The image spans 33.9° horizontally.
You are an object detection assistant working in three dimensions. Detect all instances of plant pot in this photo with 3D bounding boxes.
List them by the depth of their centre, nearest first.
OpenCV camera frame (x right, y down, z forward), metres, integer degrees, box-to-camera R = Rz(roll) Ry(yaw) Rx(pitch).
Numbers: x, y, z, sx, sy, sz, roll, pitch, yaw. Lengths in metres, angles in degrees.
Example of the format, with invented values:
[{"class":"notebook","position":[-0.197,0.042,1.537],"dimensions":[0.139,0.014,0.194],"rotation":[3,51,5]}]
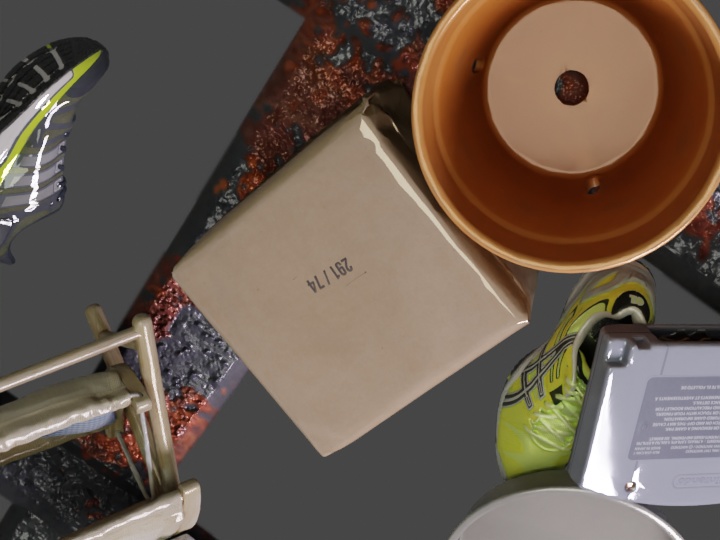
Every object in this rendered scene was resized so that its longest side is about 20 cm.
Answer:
[{"class":"plant pot","position":[0.141,-0.114,0.786],"dimensions":[0.198,0.140,0.202],"rotation":[3,106,11]}]

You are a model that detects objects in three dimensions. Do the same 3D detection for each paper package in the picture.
[{"class":"paper package","position":[0.000,0.000,0.852],"dimensions":[0.199,0.104,0.191],"rotation":[-36,96,25]}]

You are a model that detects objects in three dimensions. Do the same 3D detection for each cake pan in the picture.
[{"class":"cake pan","position":[0.160,0.232,0.911],"dimensions":[0.198,0.037,0.202],"rotation":[5,123,8]}]

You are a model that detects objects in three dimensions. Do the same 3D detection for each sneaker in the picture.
[{"class":"sneaker","position":[0.153,0.084,0.874],"dimensions":[0.075,0.076,0.201],"rotation":[23,110,2]},{"class":"sneaker","position":[-0.254,-0.091,0.910],"dimensions":[0.200,0.074,0.081],"rotation":[-50,131,8]}]

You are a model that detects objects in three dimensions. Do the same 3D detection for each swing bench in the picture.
[{"class":"swing bench","position":[-0.241,0.154,0.893],"dimensions":[0.198,0.129,0.202],"rotation":[-21,103,-29]}]

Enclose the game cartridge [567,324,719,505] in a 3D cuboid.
[{"class":"game cartridge","position":[0.246,0.104,0.841],"dimensions":[0.198,0.040,0.135],"rotation":[2,110,-17]}]

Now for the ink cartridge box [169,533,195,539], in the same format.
[{"class":"ink cartridge box","position":[-0.165,0.314,1.005],"dimensions":[0.199,0.057,0.163],"rotation":[-25,118,37]}]
